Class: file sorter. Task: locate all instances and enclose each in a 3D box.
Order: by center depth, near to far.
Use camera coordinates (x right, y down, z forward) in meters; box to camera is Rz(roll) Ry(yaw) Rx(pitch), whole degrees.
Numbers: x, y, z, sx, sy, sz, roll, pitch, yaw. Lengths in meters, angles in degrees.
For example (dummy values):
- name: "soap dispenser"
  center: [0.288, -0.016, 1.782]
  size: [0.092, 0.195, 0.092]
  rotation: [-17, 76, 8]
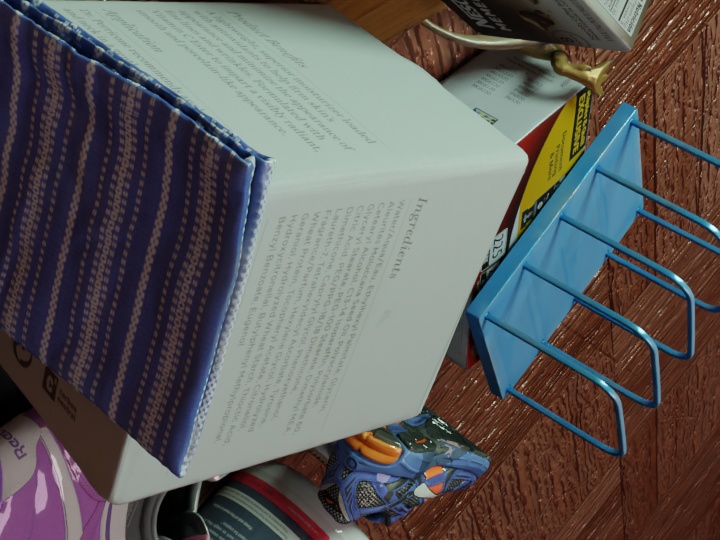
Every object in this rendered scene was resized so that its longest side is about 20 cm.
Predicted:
- name: "file sorter"
  center: [0.189, 0.013, 0.968]
  size: [0.200, 0.122, 0.139]
  rotation: [-51, 152, -15]

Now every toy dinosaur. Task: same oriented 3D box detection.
- name: "toy dinosaur"
  center: [0.118, -0.160, 0.895]
  size: [0.200, 0.106, 0.061]
  rotation: [-34, 141, -48]

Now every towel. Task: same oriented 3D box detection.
- name: "towel"
  center: [-0.126, -0.028, 0.527]
  size: [0.024, 0.199, 0.146]
  rotation: [-22, 138, -50]

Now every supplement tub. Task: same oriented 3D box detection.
- name: "supplement tub"
  center: [-0.090, 0.244, 0.920]
  size: [0.200, 0.140, 0.141]
  rotation: [-44, 149, -21]

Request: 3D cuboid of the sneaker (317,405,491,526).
- name: "sneaker"
  center: [0.026, 0.137, 0.933]
  size: [0.079, 0.075, 0.200]
  rotation: [-55, 151, 9]

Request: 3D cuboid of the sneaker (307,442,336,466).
- name: "sneaker"
  center: [-0.010, 0.077, 0.950]
  size: [0.113, 0.071, 0.200]
  rotation: [-49, 149, -6]

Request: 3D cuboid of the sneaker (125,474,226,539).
- name: "sneaker"
  center: [-0.139, 0.169, 0.820]
  size: [0.070, 0.082, 0.201]
  rotation: [-33, 150, -55]

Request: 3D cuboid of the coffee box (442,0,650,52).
- name: "coffee box"
  center: [0.064, -0.198, 0.682]
  size: [0.200, 0.113, 0.080]
  rotation: [32, 78, -47]

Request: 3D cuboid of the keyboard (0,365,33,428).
- name: "keyboard"
  center: [-0.224, 0.108, 0.702]
  size: [0.127, 0.021, 0.201]
  rotation: [-52, 151, -21]

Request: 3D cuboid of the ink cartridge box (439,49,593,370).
- name: "ink cartridge box"
  center: [0.106, -0.060, 0.979]
  size: [0.175, 0.084, 0.201]
  rotation: [-40, 147, -31]

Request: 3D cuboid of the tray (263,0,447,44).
- name: "tray"
  center: [0.026, -0.191, 0.773]
  size: [0.200, 0.037, 0.099]
  rotation: [-35, 145, -33]

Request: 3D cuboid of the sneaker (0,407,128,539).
- name: "sneaker"
  center: [-0.187, 0.168, 0.734]
  size: [0.114, 0.072, 0.202]
  rotation: [-24, 124, -47]

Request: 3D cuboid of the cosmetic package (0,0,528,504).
- name: "cosmetic package"
  center: [-0.061, -0.021, 0.639]
  size: [0.199, 0.165, 0.166]
  rotation: [-9, 131, -43]
